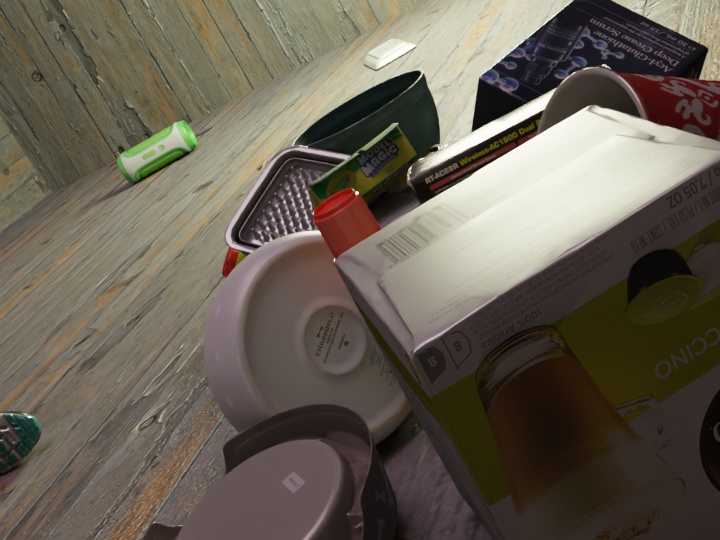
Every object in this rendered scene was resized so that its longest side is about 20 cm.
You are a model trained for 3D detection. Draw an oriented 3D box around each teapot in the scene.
[{"bbox_3d":[-0.048,0.064,1.017,0.199,0.199,0.146,-25,0,-27],"label":"teapot"}]

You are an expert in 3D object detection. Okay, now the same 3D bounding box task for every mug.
[{"bbox_3d":[0.244,-0.060,0.903,0.199,0.179,0.133,-5,16,-28],"label":"mug"}]

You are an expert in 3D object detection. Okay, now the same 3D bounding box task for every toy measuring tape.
[{"bbox_3d":[-0.150,0.000,1.616,0.073,0.074,0.200,-33,3,-10],"label":"toy measuring tape"}]

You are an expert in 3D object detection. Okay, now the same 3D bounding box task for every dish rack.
[{"bbox_3d":[-0.051,-0.067,1.496,0.199,0.044,0.172,14,62,32],"label":"dish rack"}]

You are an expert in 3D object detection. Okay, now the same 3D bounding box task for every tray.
[{"bbox_3d":[0.062,-0.499,2.791,0.107,0.022,0.200,-30,16,-1],"label":"tray"}]

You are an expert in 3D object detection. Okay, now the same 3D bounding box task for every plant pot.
[{"bbox_3d":[0.026,-0.158,1.625,0.199,0.135,0.200,-27,16,8],"label":"plant pot"}]

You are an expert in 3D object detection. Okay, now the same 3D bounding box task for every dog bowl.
[{"bbox_3d":[-0.062,0.183,0.845,0.199,0.059,0.201,-28,27,15],"label":"dog bowl"}]

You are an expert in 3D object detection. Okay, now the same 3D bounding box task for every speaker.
[{"bbox_3d":[-0.519,-0.303,3.124,0.199,0.089,0.089,-28,16,8],"label":"speaker"}]

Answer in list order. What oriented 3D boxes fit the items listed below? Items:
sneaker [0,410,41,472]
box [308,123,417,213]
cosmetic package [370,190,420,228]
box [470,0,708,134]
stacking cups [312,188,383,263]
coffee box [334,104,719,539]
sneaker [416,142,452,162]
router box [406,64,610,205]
[{"bbox_3d":[-0.472,0.214,1.514,0.199,0.078,0.091,-24,13,18],"label":"sneaker"},{"bbox_3d":[0.003,-0.094,1.338,0.117,0.048,0.200,-36,-9,-5],"label":"box"},{"bbox_3d":[0.000,0.000,1.298,0.199,0.081,0.113,-34,16,-15],"label":"cosmetic package"},{"bbox_3d":[0.227,-0.170,1.231,0.148,0.107,0.200,33,55,24],"label":"box"},{"bbox_3d":[0.028,0.030,0.935,0.060,0.201,0.061,-29,14,8],"label":"stacking cups"},{"bbox_3d":[0.129,0.048,0.708,0.199,0.199,0.200,-30,18,-4],"label":"coffee box"},{"bbox_3d":[0.110,-0.119,1.373,0.082,0.078,0.200,11,11,14],"label":"sneaker"},{"bbox_3d":[0.161,-0.067,1.080,0.199,0.151,0.062,-27,14,12],"label":"router box"}]
